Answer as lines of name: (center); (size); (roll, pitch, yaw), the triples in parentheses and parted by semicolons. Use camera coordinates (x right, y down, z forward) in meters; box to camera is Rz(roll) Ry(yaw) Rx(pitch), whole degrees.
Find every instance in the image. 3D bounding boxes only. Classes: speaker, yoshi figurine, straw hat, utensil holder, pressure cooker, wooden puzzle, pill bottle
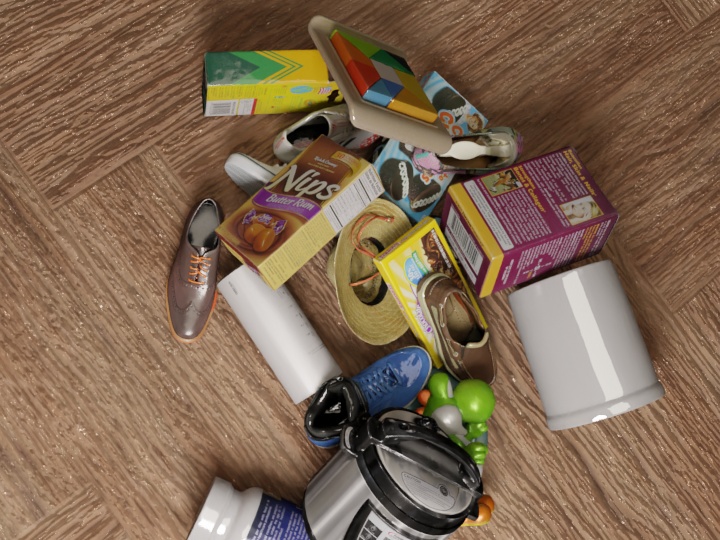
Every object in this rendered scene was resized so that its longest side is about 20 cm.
speaker: (-0.109, 0.081, 1.189); (0.081, 0.081, 0.201); (-34, 89, -15)
yoshi figurine: (0.148, 0.231, 1.168); (0.111, 0.112, 0.201); (-8, 83, -37)
straw hat: (0.000, 0.000, 1.217); (0.200, 0.085, 0.202); (-3, 94, -48)
utensil holder: (0.312, 0.105, 1.228); (0.169, 0.170, 0.201); (-17, 81, -14)
pressure cooker: (0.042, 0.267, 1.073); (0.175, 0.200, 0.179); (-1, 48, -52)
wooden puzzle: (0.032, -0.258, 1.185); (0.184, 0.037, 0.201); (11, 47, -40)
pill bottle: (-0.118, 0.351, 1.121); (0.199, 0.116, 0.116); (26, 76, -6)

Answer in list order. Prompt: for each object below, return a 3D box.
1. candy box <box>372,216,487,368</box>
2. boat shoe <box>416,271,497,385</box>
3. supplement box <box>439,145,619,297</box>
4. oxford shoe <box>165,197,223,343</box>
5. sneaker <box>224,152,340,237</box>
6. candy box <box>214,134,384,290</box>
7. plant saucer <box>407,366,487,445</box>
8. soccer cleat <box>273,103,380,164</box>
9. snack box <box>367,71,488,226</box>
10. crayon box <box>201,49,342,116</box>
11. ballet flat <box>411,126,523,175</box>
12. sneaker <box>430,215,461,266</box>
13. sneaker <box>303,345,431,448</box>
candy box: (0.102, 0.033, 1.221); (0.102, 0.026, 0.201); (-37, 119, -13)
boat shoe: (0.144, 0.096, 1.202); (0.075, 0.075, 0.203); (-41, 119, -13)
supplement box: (0.228, -0.068, 1.195); (0.199, 0.103, 0.131); (-18, 60, -15)
oxford shoe: (-0.227, -0.003, 1.183); (0.071, 0.073, 0.201); (7, 79, -10)
sneaker: (-0.096, -0.121, 1.239); (0.199, 0.073, 0.071); (29, 67, -15)
candy box: (-0.080, -0.080, 1.139); (0.200, 0.057, 0.117); (-43, 46, -12)
plant saucer: (0.091, 0.234, 1.226); (0.199, 0.036, 0.201); (2, 80, -11)
soccer cleat: (-0.031, -0.206, 1.252); (0.199, 0.085, 0.069); (-21, 85, -14)
snack box: (0.093, -0.179, 1.284); (0.116, 0.037, 0.201); (38, 75, -20)
crayon box: (-0.121, -0.263, 1.223); (0.199, 0.127, 0.051); (-4, 82, -13)
ballet flat: (0.171, -0.172, 1.260); (0.199, 0.071, 0.070); (-9, 96, -27)
sneaker: (0.189, -0.061, 1.277); (0.199, 0.078, 0.091); (-7, 78, -13)
sneaker: (0.011, 0.164, 1.156); (0.199, 0.111, 0.077); (-32, 74, -4)
